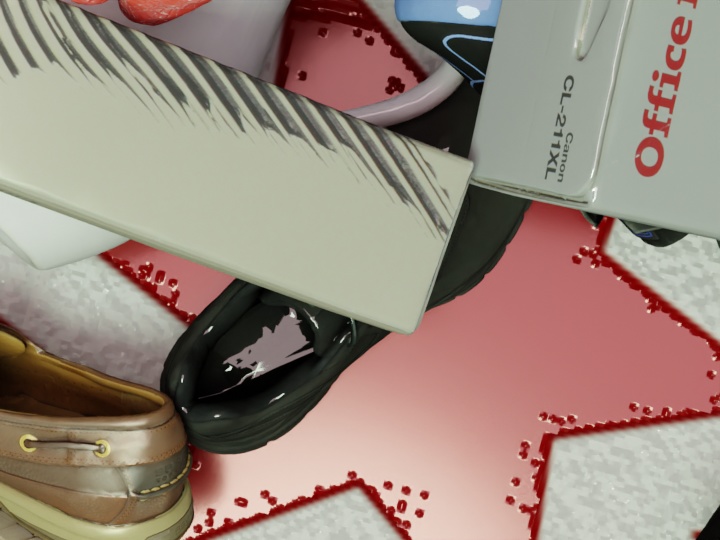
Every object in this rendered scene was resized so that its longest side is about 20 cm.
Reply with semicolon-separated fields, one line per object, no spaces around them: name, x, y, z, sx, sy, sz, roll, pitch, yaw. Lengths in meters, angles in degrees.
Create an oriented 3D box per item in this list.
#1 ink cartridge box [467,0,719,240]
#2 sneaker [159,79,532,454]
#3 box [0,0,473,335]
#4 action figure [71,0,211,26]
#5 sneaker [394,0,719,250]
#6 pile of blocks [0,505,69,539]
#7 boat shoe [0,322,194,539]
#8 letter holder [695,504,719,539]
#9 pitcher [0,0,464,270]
ink cartridge box;0.151;-0.081;0.854;0.199;0.083;0.146;11;93;-31
sneaker;0.000;0.000;0.934;0.076;0.091;0.200;43;90;3
box;-0.068;-0.043;0.831;0.199;0.082;0.069;20;89;-16
action figure;-0.035;-0.146;0.844;0.200;0.065;0.099;-23;93;-39
sneaker;0.095;-0.058;0.910;0.200;0.070;0.078;19;87;-24
pile of blocks;-0.117;0.179;0.964;0.062;0.082;0.201;-18;101;-40
boat shoe;-0.154;0.047;0.931;0.200;0.072;0.068;19;124;18
letter holder;0.247;0.128;0.890;0.200;0.101;0.143;-23;91;21
pitcher;-0.069;-0.083;0.924;0.172;0.121;0.200;42;82;7
